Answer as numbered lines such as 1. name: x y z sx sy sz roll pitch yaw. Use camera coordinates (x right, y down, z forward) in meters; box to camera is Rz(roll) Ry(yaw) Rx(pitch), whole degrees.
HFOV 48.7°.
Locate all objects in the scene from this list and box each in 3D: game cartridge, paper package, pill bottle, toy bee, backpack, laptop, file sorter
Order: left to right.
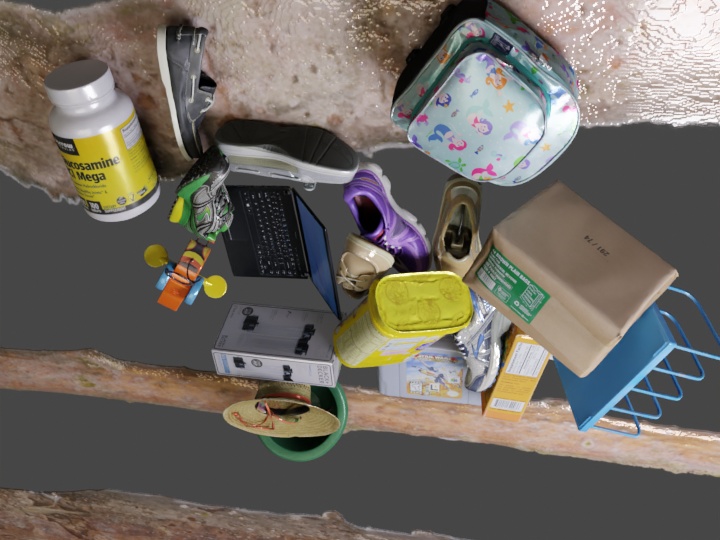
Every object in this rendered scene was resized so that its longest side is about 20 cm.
1. pill bottle: -0.352 -0.176 1.082 0.112 0.113 0.201 1 131 12
2. toy bee: -0.260 -0.003 1.237 0.131 0.109 0.199 39 154 -31
3. laptop: -0.124 -0.025 1.168 0.199 0.104 0.178 2 131 11
4. game cartridge: 0.124 0.163 1.323 0.199 0.042 0.134 4 136 10
5. backpack: 0.155 -0.194 0.930 0.199 0.151 0.178 29 130 -19
6. paper package: 0.265 0.006 1.008 0.200 0.190 0.104 42 135 16
7. file sorter: 0.397 0.126 1.140 0.122 0.139 0.200 14 130 -22

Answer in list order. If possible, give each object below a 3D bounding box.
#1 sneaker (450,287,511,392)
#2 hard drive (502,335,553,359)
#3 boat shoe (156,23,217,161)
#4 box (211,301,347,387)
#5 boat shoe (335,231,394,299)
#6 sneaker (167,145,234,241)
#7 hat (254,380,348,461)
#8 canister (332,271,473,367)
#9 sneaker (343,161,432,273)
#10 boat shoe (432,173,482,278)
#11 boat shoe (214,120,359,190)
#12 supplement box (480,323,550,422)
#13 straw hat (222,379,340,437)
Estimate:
1. sneaker: 0.172 0.096 1.200 0.085 0.077 0.201 6 121 -3
2. hard drive: 0.294 0.055 1.192 0.131 0.026 0.201 11 133 3
3. boat shoe: -0.219 -0.225 1.038 0.067 0.072 0.201 -6 137 -9
4. box: -0.127 0.119 1.288 0.199 0.117 0.060 4 132 9
5. boat shoe: 0.000 0.000 1.119 0.072 0.065 0.200 30 170 4
6. sneaker: -0.207 -0.105 1.111 0.085 0.078 0.200 33 155 -6
7. hat: -0.105 0.250 1.467 0.165 0.176 0.200 36 97 1
8. canister: 0.054 0.078 1.170 0.148 0.087 0.200 -4 160 -23
9. sneaker: 0.029 -0.055 1.119 0.080 0.084 0.200 -21 124 29
10. boat shoe: 0.134 -0.036 1.114 0.071 0.076 0.201 1 133 9
11. boat shoe: -0.099 -0.151 1.075 0.201 0.075 0.065 10 139 9
12. supplement box: 0.240 0.145 1.219 0.068 0.067 0.201 11 132 -4
13. straw hat: -0.128 0.208 1.318 0.200 0.086 0.201 4 151 2
